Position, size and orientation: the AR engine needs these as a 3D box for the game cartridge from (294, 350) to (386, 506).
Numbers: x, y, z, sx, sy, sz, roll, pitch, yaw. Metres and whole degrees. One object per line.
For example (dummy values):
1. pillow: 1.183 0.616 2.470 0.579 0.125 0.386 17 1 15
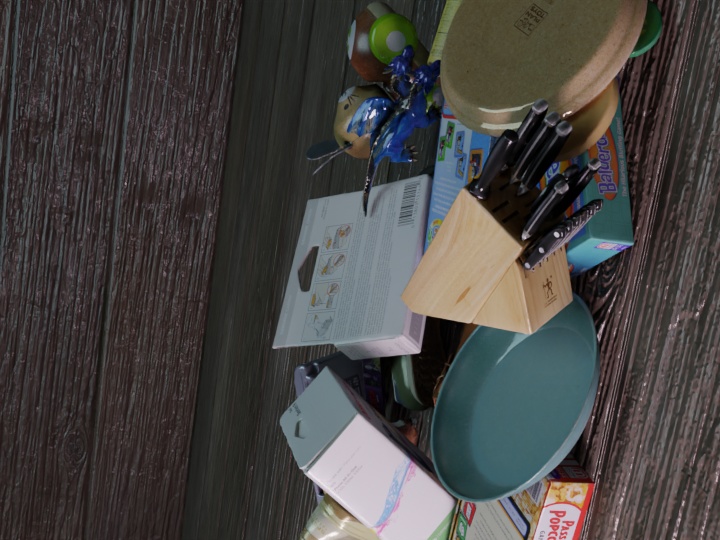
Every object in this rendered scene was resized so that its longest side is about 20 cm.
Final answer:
1. game cartridge: -0.017 0.207 1.219 0.040 0.132 0.205 -8 93 43

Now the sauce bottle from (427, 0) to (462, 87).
1. sauce bottle: 0.127 -0.294 1.014 0.066 0.065 0.204 -150 79 -71

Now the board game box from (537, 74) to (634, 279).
1. board game box: 0.169 -0.066 0.857 0.200 0.044 0.156 136 137 -64

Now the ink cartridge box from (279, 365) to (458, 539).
1. ink cartridge box: 0.018 0.213 1.003 0.088 0.200 0.145 -48 19 -1

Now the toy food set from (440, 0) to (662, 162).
1. toy food set: 0.154 -0.196 0.788 0.199 0.048 0.200 30 89 46

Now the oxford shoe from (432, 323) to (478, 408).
1. oxford shoe: 0.110 0.107 0.963 0.071 0.070 0.205 168 108 -74

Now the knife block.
1. knife block: 0.104 -0.045 0.768 0.198 0.063 0.179 8 120 48

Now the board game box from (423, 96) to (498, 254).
1. board game box: 0.109 -0.089 0.928 0.151 0.036 0.205 -143 60 -73

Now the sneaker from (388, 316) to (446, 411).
1. sneaker: 0.061 0.069 1.134 0.090 0.066 0.205 144 127 -62

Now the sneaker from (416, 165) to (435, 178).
1. sneaker: 0.059 -0.063 1.182 0.092 0.065 0.202 -105 24 -43

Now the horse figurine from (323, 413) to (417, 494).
1. horse figurine: 0.018 0.289 1.159 0.050 0.130 0.205 163 99 -68

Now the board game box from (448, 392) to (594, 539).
1. board game box: 0.136 0.240 0.871 0.152 0.045 0.204 -123 42 -64

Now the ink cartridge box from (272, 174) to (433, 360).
1. ink cartridge box: 0.000 0.000 1.068 0.173 0.045 0.204 -9 57 34

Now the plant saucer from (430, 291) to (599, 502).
1. plant saucer: 0.139 0.111 0.822 0.200 0.036 0.202 -44 27 29

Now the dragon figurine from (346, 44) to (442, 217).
1. dragon figurine: 0.027 -0.151 1.012 0.059 0.099 0.201 49 117 21

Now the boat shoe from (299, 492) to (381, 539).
1. boat shoe: 0.008 0.309 1.047 0.063 0.200 0.073 -48 45 -2

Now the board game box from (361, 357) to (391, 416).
1. board game box: 0.024 0.081 1.166 0.202 0.032 0.122 85 -162 -54

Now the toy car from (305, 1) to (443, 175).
1. toy car: 0.005 -0.200 1.135 0.200 0.158 0.165 -42 17 8
